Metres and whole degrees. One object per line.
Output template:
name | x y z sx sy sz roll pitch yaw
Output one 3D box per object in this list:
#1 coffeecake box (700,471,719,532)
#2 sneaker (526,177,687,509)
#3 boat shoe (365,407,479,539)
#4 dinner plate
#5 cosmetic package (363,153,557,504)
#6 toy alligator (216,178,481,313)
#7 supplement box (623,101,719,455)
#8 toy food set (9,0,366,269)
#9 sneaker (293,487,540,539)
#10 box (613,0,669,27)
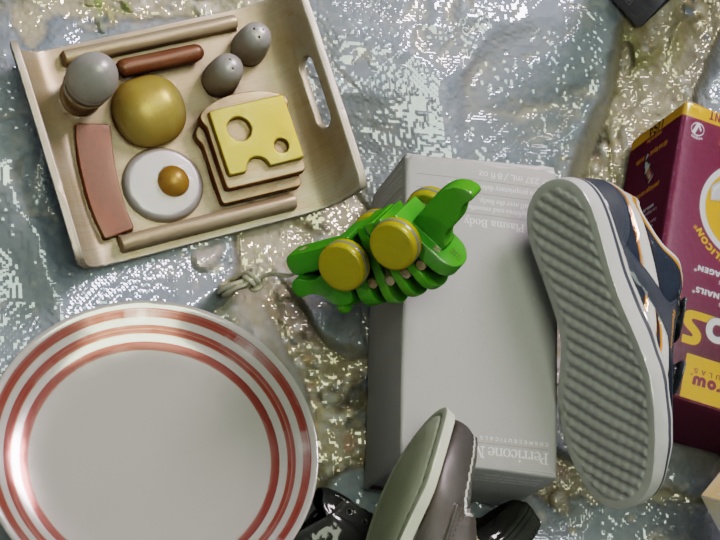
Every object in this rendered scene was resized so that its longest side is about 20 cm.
coffeecake box | 0.318 0.165 1.460 0.154 0.073 0.201 -47 123 -25
sneaker | 0.162 0.041 1.411 0.079 0.078 0.202 -4 82 -48
boat shoe | 0.034 0.173 1.313 0.060 0.072 0.202 27 58 -12
dinner plate | -0.124 0.109 1.374 0.198 0.024 0.201 4 58 -6
cosmetic package | 0.063 0.039 1.448 0.106 0.090 0.202 5 69 -15
toy alligator | 0.000 0.000 1.397 0.055 0.199 0.059 61 35 -9
supplement box | 0.226 0.008 1.515 0.110 0.086 0.201 17 69 -14
toy food set | -0.106 -0.094 1.443 0.199 0.060 0.144 -15 79 -22
sneaker | 0.008 0.167 1.403 0.199 0.060 0.105 -34 90 -20
box | 0.256 -0.261 1.546 0.048 0.200 0.158 46 64 3
